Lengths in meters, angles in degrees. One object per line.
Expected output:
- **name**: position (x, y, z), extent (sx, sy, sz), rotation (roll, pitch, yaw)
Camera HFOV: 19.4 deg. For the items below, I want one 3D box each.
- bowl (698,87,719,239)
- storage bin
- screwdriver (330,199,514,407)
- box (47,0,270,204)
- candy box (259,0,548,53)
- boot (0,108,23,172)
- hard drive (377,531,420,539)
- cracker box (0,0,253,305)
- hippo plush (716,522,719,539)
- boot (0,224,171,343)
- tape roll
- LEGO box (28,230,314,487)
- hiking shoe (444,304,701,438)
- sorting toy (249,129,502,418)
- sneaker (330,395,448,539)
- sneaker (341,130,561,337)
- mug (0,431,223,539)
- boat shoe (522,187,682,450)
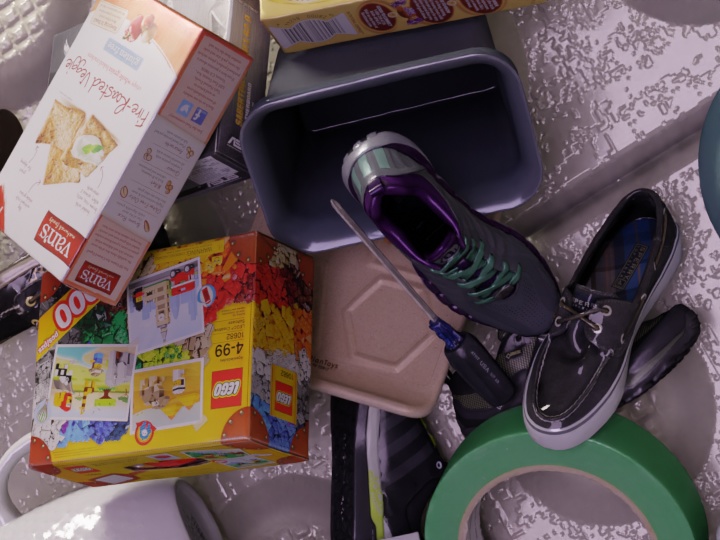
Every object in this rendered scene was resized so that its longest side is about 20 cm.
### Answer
- **bowl**: position (0.323, -0.074, 1.436), extent (0.199, 0.105, 0.203), rotation (1, 92, 18)
- **storage bin**: position (0.026, -0.107, 1.505), extent (0.198, 0.135, 0.147), rotation (-12, 123, 9)
- **screwdriver**: position (0.039, 0.025, 1.463), extent (0.029, 0.028, 0.200), rotation (-43, 111, 9)
- **box**: position (-0.155, -0.125, 1.561), extent (0.199, 0.048, 0.160), rotation (-15, 61, 38)
- **candy box**: position (0.029, -0.232, 1.481), extent (0.198, 0.056, 0.118), rotation (-9, 66, 18)
- **boot**: position (-0.376, -0.047, 1.697), extent (0.199, 0.064, 0.188), rotation (1, 60, 38)
- **hard drive**: position (-0.042, 0.265, 1.545), extent (0.198, 0.025, 0.133), rotation (-13, 127, 2)
- **cracker box**: position (-0.175, -0.094, 1.488), extent (0.134, 0.057, 0.201), rotation (33, 95, 47)
- **hippo plush**: position (0.297, 0.233, 1.419), extent (0.160, 0.200, 0.160), rotation (35, 80, 22)
- **boot**: position (-0.211, 0.051, 1.637), extent (0.199, 0.073, 0.151), rotation (-32, 80, 10)
- **tape roll**: position (0.146, 0.193, 1.497), extent (0.198, 0.048, 0.202), rotation (7, 116, 15)
- **LEGO box**: position (-0.134, 0.066, 1.498), extent (0.198, 0.077, 0.151), rotation (-10, 69, 32)
- **hiking shoe**: position (0.146, 0.062, 1.514), extent (0.199, 0.076, 0.101), rotation (-30, 86, 18)
- **sorting toy**: position (0.000, 0.000, 1.547), extent (0.184, 0.037, 0.202), rotation (15, 71, 22)
- **sneaker**: position (0.025, 0.132, 1.574), extent (0.082, 0.072, 0.202), rotation (6, 84, -20)
- **sneaker**: position (0.064, -0.006, 1.434), extent (0.200, 0.088, 0.074), rotation (39, 107, -22)
- **mug**: position (-0.206, 0.213, 1.598), extent (0.174, 0.148, 0.201), rotation (-27, 89, 8)
- **boat shoe**: position (0.165, 0.028, 1.451), extent (0.069, 0.066, 0.201), rotation (19, 62, 32)
